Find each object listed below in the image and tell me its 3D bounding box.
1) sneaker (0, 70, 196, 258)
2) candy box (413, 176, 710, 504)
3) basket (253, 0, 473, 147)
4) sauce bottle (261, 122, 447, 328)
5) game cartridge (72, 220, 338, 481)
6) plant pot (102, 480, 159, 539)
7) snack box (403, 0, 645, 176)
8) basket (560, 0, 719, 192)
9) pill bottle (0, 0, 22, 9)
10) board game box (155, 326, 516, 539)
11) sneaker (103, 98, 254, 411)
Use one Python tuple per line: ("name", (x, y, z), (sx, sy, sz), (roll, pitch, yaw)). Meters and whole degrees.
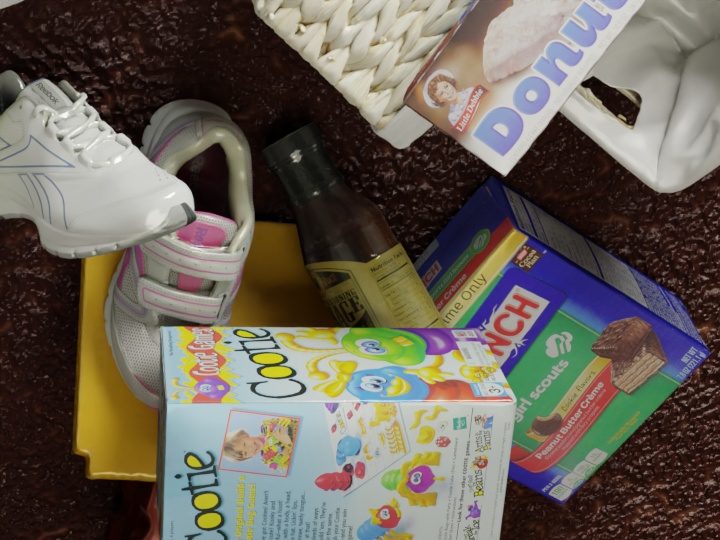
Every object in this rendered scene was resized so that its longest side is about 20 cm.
("sneaker", (-0.173, -0.063, 0.900), (0.074, 0.200, 0.087), (-24, 121, -41))
("candy box", (0.120, 0.055, 1.105), (0.200, 0.077, 0.169), (30, 112, -26))
("basket", (0.038, -0.197, 0.882), (0.123, 0.136, 0.200), (37, 108, -26))
("sauce bottle", (0.000, 0.000, 1.006), (0.066, 0.066, 0.200), (-30, 92, 6))
("game cartridge", (-0.088, 0.053, 1.021), (0.200, 0.032, 0.177), (4, 80, -15))
("plant pot", (-0.075, 0.198, 1.092), (0.195, 0.201, 0.201), (20, 116, -15))
("snack box", (0.109, -0.148, 0.810), (0.072, 0.024, 0.200), (34, 111, -8))
("basket", (0.211, -0.165, 0.905), (0.136, 0.123, 0.200), (39, 136, -8))
("pill bottle", (-0.226, -0.244, 0.812), (0.104, 0.104, 0.200), (-30, 124, 6))
("board game box", (-0.020, 0.100, 0.921), (0.200, 0.103, 0.105), (1, 113, -10))
("sneaker", (-0.111, -0.009, 0.955), (0.081, 0.088, 0.200), (4, 91, -16))
